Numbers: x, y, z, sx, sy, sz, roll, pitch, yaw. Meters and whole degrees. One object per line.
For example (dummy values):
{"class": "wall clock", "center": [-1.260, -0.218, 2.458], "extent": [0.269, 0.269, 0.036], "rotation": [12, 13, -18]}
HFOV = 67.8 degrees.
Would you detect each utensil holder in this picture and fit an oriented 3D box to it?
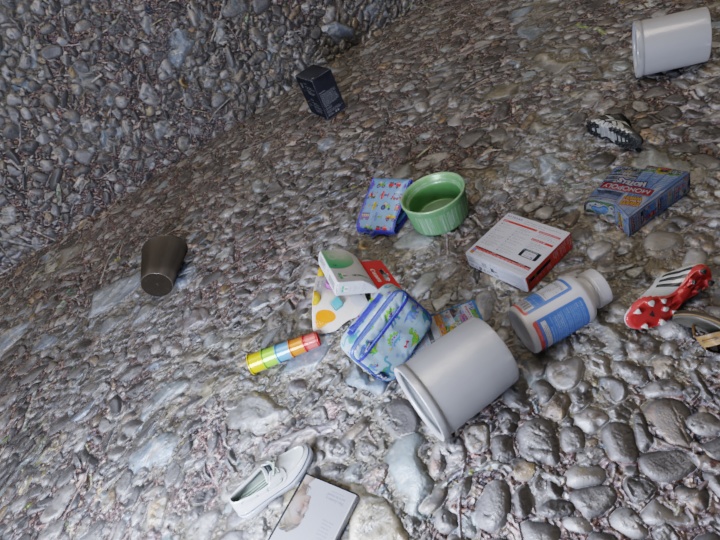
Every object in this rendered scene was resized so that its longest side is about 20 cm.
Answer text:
{"class": "utensil holder", "center": [0.195, 0.214, 1.086], "extent": [0.199, 0.171, 0.170], "rotation": [-33, 37, -10]}
{"class": "utensil holder", "center": [0.971, -0.715, 1.681], "extent": [0.198, 0.171, 0.171], "rotation": [-4, 43, 25]}

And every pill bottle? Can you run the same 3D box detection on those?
{"class": "pill bottle", "center": [0.427, 0.081, 1.142], "extent": [0.198, 0.113, 0.113], "rotation": [-28, 37, -2]}

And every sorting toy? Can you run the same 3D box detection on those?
{"class": "sorting toy", "center": [-0.036, 0.067, 1.484], "extent": [0.178, 0.108, 0.201], "rotation": [0, 42, 4]}

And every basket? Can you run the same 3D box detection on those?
{"class": "basket", "center": [-0.735, -0.013, 1.969], "extent": [0.178, 0.137, 0.201], "rotation": [-17, 41, 6]}

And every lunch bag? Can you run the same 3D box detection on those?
{"class": "lunch bag", "center": [0.078, -0.193, 1.715], "extent": [0.149, 0.094, 0.201], "rotation": [9, 59, 35]}
{"class": "lunch bag", "center": [0.059, 0.142, 1.235], "extent": [0.201, 0.161, 0.082], "rotation": [-51, 32, -7]}

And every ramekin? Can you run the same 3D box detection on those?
{"class": "ramekin", "center": [0.228, -0.197, 1.604], "extent": [0.198, 0.098, 0.201], "rotation": [-17, 38, 14]}

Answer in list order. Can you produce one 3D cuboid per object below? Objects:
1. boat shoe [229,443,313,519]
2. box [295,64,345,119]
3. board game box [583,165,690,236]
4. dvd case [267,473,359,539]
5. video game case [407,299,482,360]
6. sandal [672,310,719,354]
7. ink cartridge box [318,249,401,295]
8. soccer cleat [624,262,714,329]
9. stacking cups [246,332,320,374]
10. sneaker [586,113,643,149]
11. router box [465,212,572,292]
{"class": "boat shoe", "center": [-0.187, 0.441, 1.140], "extent": [0.200, 0.067, 0.073], "rotation": [-43, 40, -19]}
{"class": "box", "center": [-0.190, -0.853, 2.553], "extent": [0.117, 0.201, 0.196], "rotation": [-36, 38, -12]}
{"class": "board game box", "center": [0.672, -0.182, 1.339], "extent": [0.200, 0.062, 0.199], "rotation": [-42, 39, -20]}
{"class": "dvd case", "center": [-0.105, 0.510, 1.048], "extent": [0.141, 0.018, 0.201], "rotation": [6, 49, 36]}
{"class": "video game case", "center": [0.199, 0.155, 1.276], "extent": [0.198, 0.018, 0.144], "rotation": [-22, 37, 8]}
{"class": "sandal", "center": [0.665, 0.132, 0.980], "extent": [0.200, 0.082, 0.055], "rotation": [37, 91, 43]}
{"class": "ink cartridge box", "center": [0.000, 0.000, 1.472], "extent": [0.198, 0.051, 0.161], "rotation": [-5, 34, -22]}
{"class": "soccer cleat", "center": [0.622, 0.051, 1.100], "extent": [0.199, 0.069, 0.085], "rotation": [-37, 12, 3]}
{"class": "stacking cups", "center": [-0.203, 0.215, 1.422], "extent": [0.198, 0.061, 0.061], "rotation": [-22, 37, 7]}
{"class": "sneaker", "center": [0.756, -0.415, 1.556], "extent": [0.090, 0.067, 0.200], "rotation": [-32, 35, -2]}
{"class": "router box", "center": [0.402, -0.052, 1.366], "extent": [0.179, 0.049, 0.199], "rotation": [-40, 39, -16]}
